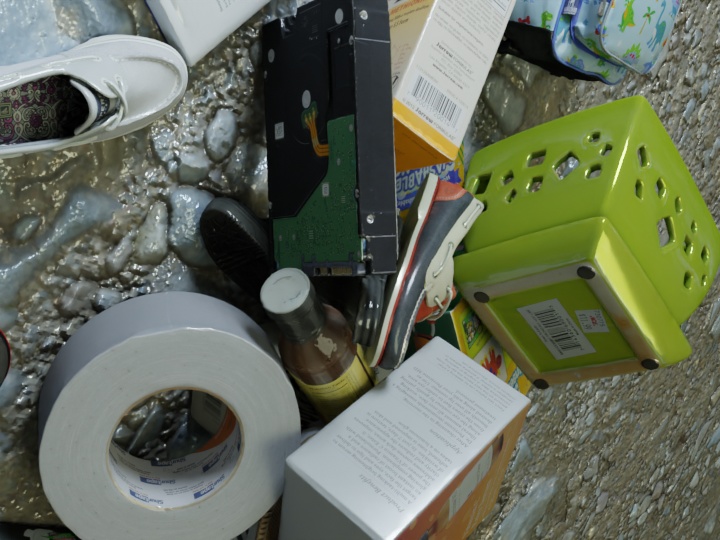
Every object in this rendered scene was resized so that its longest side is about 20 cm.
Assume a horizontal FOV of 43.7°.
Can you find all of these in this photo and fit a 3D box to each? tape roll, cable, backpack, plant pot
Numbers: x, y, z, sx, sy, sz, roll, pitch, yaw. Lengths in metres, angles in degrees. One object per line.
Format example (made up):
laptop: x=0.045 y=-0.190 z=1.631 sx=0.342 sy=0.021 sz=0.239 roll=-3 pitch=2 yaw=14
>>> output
tape roll: x=-0.147 y=0.122 z=0.697 sx=0.197 sy=0.066 sz=0.204 roll=-8 pitch=115 yaw=-17
cable: x=0.000 y=0.000 z=0.742 sx=0.201 sy=0.050 sz=0.098 roll=-73 pitch=-178 yaw=-51
backpack: x=0.244 y=-0.301 z=0.910 sx=0.182 sy=0.146 sz=0.203 roll=3 pitch=104 yaw=-50
plant pot: x=0.206 y=-0.010 z=0.847 sx=0.200 sy=0.197 sz=0.183 roll=49 pitch=47 yaw=-26

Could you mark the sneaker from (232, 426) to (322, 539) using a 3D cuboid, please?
sneaker: x=-0.096 y=0.206 z=0.811 sx=0.069 sy=0.108 sz=0.202 roll=5 pitch=115 yaw=-43

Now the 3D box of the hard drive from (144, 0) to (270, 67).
hard drive: x=-0.086 y=-0.265 z=0.659 sx=0.200 sy=0.025 sz=0.133 roll=-46 pitch=137 yaw=-21

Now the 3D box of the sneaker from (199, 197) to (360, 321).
sneaker: x=-0.055 y=-0.011 z=0.795 sx=0.200 sy=0.059 sz=0.105 roll=50 pitch=43 yaw=-26

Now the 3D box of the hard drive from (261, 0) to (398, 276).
hard drive: x=-0.025 y=-0.097 z=0.677 sx=0.037 sy=0.139 sz=0.204 roll=-2 pitch=90 yaw=-33

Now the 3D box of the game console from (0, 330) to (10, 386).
game console: x=-0.336 y=0.098 z=0.566 sx=0.176 sy=0.031 sz=0.202 roll=37 pitch=80 yaw=-50

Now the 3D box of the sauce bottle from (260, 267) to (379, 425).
sauce bottle: x=-0.030 y=0.069 z=0.736 sx=0.065 sy=0.064 sz=0.201 roll=-48 pitch=145 yaw=-19

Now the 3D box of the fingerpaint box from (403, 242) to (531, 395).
fingerpaint box: x=0.119 y=0.073 z=0.942 sx=0.200 sy=0.072 sz=0.169 roll=-45 pitch=124 yaw=-52

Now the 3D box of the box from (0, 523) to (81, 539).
box: x=-0.208 y=0.297 z=0.714 sx=0.199 sy=0.148 sz=0.126 roll=25 pitch=92 yaw=-51

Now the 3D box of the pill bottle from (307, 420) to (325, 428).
pill bottle: x=0.036 y=0.193 z=0.958 sx=0.199 sy=0.109 sz=0.111 roll=16 pitch=97 yaw=-50

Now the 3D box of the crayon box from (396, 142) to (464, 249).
crayon box: x=0.045 y=-0.074 z=0.879 sx=0.125 sy=0.051 sz=0.203 roll=-29 pitch=129 yaw=-35

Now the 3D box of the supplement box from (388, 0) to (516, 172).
supplement box: x=0.048 y=-0.185 z=0.732 sx=0.073 sy=0.125 sz=0.203 roll=31 pitch=72 yaw=-28

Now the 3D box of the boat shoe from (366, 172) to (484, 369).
boat shoe: x=0.056 y=0.003 z=0.773 sx=0.071 sy=0.062 sz=0.202 roll=-54 pitch=-168 yaw=54

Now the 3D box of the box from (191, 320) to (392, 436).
box: x=-0.057 y=0.094 z=0.838 sx=0.198 sy=0.068 sz=0.084 roll=-12 pitch=118 yaw=-43

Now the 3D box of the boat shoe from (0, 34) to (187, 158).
boat shoe: x=-0.190 y=-0.112 z=0.589 sx=0.198 sy=0.068 sz=0.073 roll=-15 pitch=120 yaw=-43

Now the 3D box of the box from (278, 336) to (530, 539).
box: x=0.034 y=0.182 z=0.756 sx=0.199 sy=0.106 sz=0.154 roll=-34 pitch=146 yaw=-39
